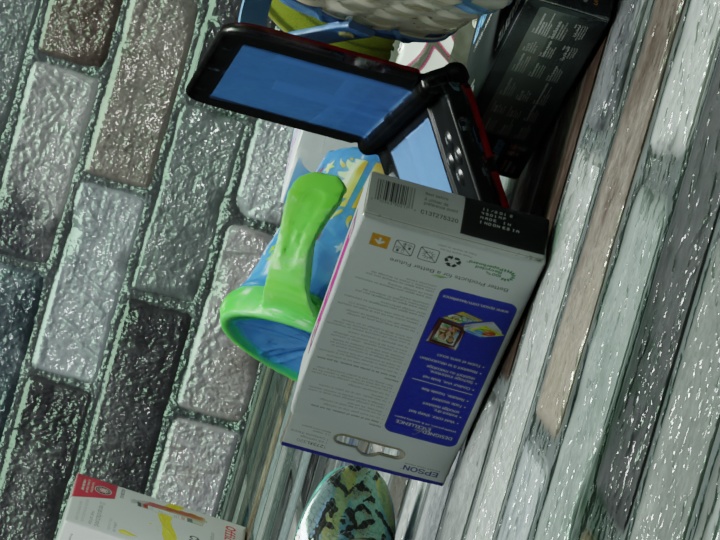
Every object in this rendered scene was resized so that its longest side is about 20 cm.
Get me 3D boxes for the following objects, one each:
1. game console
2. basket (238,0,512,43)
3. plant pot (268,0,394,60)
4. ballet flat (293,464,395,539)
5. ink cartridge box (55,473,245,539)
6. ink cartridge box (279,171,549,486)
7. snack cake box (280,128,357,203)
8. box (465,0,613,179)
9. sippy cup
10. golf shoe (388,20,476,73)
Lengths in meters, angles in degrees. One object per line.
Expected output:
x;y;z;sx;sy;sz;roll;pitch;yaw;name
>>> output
-0.006;-0.049;1.525;0.200;0.119;0.173;145;108;-79;game console
0.008;-0.197;1.453;0.200;0.139;0.177;11;85;56;basket
0.036;-0.239;1.811;0.193;0.200;0.201;175;111;-73;plant pot
-0.015;0.214;1.637;0.074;0.074;0.200;-91;15;-75;ballet flat
-0.229;0.307;3.035;0.145;0.200;0.084;-89;19;-74;ink cartridge box
0.025;0.034;1.456;0.200;0.095;0.037;110;173;-47;ink cartridge box
0.015;-0.100;1.932;0.200;0.115;0.067;-83;9;-65;snack cake box
0.101;-0.161;1.503;0.200;0.046;0.159;116;168;-66;box
0.000;0.000;1.716;0.130;0.140;0.178;-67;10;-16;sippy cup
0.068;-0.141;1.689;0.088;0.077;0.200;-117;36;-64;golf shoe
